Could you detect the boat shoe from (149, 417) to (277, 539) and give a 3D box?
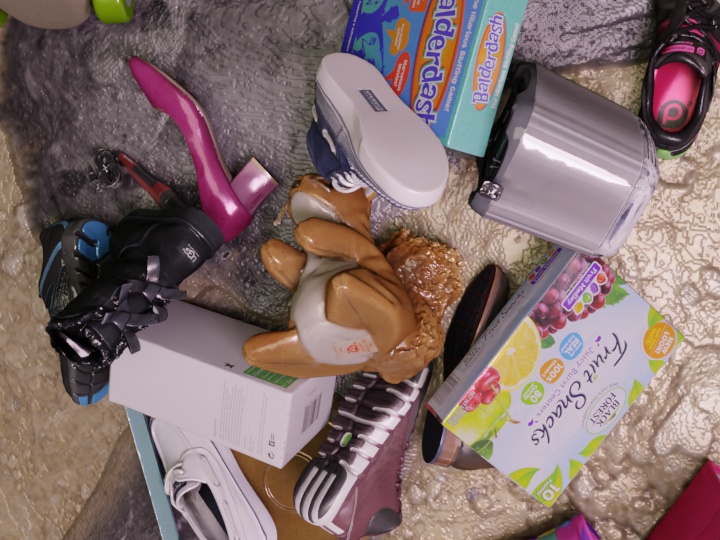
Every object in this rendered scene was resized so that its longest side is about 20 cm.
[{"bbox_3d":[-0.165,0.216,0.872,0.200,0.065,0.074,43,116,25],"label":"boat shoe"}]

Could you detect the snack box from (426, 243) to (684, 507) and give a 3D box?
[{"bbox_3d":[0.177,0.092,0.772,0.142,0.053,0.200,39,90,-18],"label":"snack box"}]

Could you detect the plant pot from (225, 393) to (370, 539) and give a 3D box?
[{"bbox_3d":[-0.069,0.220,0.897,0.199,0.027,0.201,1,97,11],"label":"plant pot"}]

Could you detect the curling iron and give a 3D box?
[{"bbox_3d":[-0.206,-0.066,0.873,0.200,0.026,0.050,34,78,20],"label":"curling iron"}]

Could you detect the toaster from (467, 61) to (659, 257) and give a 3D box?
[{"bbox_3d":[0.170,-0.092,0.721,0.129,0.200,0.114,22,119,0],"label":"toaster"}]

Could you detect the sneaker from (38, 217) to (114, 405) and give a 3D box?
[{"bbox_3d":[-0.302,0.043,0.917,0.082,0.073,0.201,4,96,34],"label":"sneaker"}]

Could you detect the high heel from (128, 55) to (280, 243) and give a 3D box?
[{"bbox_3d":[-0.181,-0.121,0.860,0.096,0.067,0.200,-45,89,2],"label":"high heel"}]

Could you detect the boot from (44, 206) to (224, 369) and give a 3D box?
[{"bbox_3d":[-0.227,0.017,0.804,0.198,0.163,0.073,-5,129,52],"label":"boot"}]

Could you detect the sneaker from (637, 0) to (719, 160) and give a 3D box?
[{"bbox_3d":[0.289,-0.197,0.743,0.076,0.084,0.201,6,98,11],"label":"sneaker"}]

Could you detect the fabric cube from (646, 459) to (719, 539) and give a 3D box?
[{"bbox_3d":[0.337,0.326,0.731,0.196,0.200,0.200,35,103,5],"label":"fabric cube"}]

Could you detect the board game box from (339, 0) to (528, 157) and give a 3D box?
[{"bbox_3d":[0.052,-0.195,0.753,0.200,0.045,0.153,27,105,53],"label":"board game box"}]

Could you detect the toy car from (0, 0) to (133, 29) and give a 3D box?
[{"bbox_3d":[-0.320,-0.354,0.836,0.163,0.158,0.201,-2,84,0],"label":"toy car"}]

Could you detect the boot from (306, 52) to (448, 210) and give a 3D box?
[{"bbox_3d":[0.009,-0.094,0.715,0.072,0.200,0.091,-2,133,-22],"label":"boot"}]

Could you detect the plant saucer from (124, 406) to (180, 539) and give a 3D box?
[{"bbox_3d":[-0.224,0.211,0.913,0.019,0.070,0.201,-16,93,-14],"label":"plant saucer"}]

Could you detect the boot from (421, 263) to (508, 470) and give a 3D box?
[{"bbox_3d":[0.132,0.100,0.832,0.096,0.075,0.201,17,91,-14],"label":"boot"}]

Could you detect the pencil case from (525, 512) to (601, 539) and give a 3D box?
[{"bbox_3d":[0.149,0.309,0.831,0.199,0.088,0.089,-26,90,13],"label":"pencil case"}]

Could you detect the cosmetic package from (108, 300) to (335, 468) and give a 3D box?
[{"bbox_3d":[-0.135,0.106,0.837,0.199,0.108,0.085,17,112,18],"label":"cosmetic package"}]

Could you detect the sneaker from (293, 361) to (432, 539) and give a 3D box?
[{"bbox_3d":[0.022,0.181,0.847,0.200,0.075,0.116,-52,127,-20],"label":"sneaker"}]

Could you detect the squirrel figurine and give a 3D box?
[{"bbox_3d":[0.000,0.000,0.802,0.199,0.187,0.142,21,135,-29],"label":"squirrel figurine"}]
